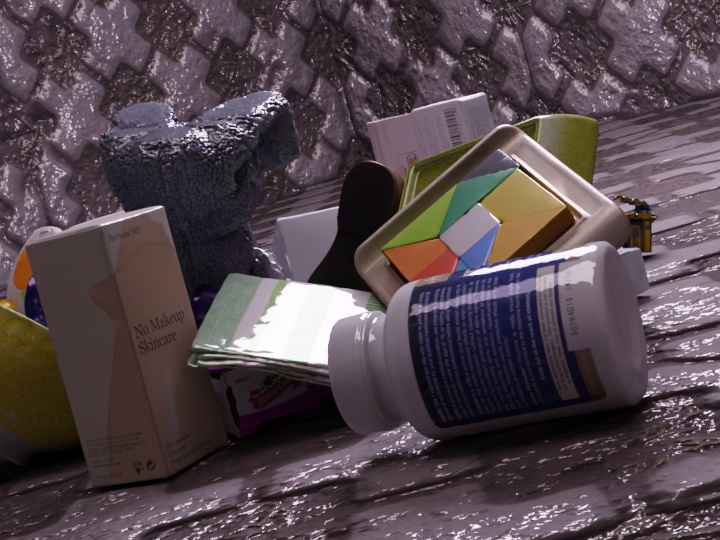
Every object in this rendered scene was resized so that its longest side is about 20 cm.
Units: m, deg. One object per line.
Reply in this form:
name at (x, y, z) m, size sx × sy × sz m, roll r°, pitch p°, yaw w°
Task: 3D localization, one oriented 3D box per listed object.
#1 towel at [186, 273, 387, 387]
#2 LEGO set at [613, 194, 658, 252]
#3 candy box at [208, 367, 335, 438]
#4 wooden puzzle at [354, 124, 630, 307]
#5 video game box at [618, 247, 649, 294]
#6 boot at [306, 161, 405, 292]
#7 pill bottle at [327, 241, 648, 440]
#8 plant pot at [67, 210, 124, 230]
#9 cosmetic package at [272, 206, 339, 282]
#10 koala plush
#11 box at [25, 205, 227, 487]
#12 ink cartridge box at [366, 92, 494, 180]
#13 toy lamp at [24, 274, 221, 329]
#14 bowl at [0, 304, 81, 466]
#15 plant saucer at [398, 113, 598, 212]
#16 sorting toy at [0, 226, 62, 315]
towel at (-0.026, 0.053, 1.241) m, size 0.199 × 0.023 × 0.153 m, roll 8°, pitch 26°, yaw 6°
LEGO set at (0.201, -0.076, 1.572) m, size 0.199 × 0.116 × 0.154 m, roll 0°, pitch 0°, yaw -31°
candy box at (-0.091, 0.089, 1.350) m, size 0.136 × 0.061 × 0.200 m, roll -19°, pitch 7°, yaw -26°
wooden puzzle at (0.096, -0.025, 1.236) m, size 0.185 × 0.037 × 0.200 m, roll -41°, pitch 36°, yaw 0°
video game box at (0.131, 0.027, 1.412) m, size 0.182 × 0.047 × 0.200 m, roll -17°, pitch 7°, yaw -29°
boot at (0.000, 0.000, 1.441) m, size 0.073 × 0.201 × 0.075 m, roll 21°, pitch 5°, yaw 19°
pill bottle at (0.084, 0.053, 1.041) m, size 0.199 × 0.111 × 0.111 m, roll -13°, pitch 8°, yaw 21°
plant pot at (-0.242, 0.019, 1.756) m, size 0.200 × 0.178 × 0.200 m, roll -15°, pitch 6°, yaw 2°
cosmetic package at (0.016, -0.013, 1.606) m, size 0.199 × 0.107 × 0.090 m, roll -12°, pitch -19°, yaw -8°
koala plush at (-0.145, -0.041, 1.392) m, size 0.177 × 0.201 × 0.184 m, roll -4°, pitch 19°, yaw 10°
box at (-0.182, 0.058, 1.214) m, size 0.077 × 0.201 × 0.095 m, roll -11°, pitch 8°, yaw 29°
ink cartridge box at (0.098, -0.092, 1.775) m, size 0.045 × 0.201 × 0.176 m, roll -20°, pitch 8°, yaw -35°
toy lamp at (-0.191, 0.036, 1.351) m, size 0.199 × 0.058 × 0.058 m, roll 4°, pitch 12°, yaw 13°
bowl at (-0.308, 0.110, 1.380) m, size 0.200 × 0.200 × 0.108 m, roll -2°, pitch 57°, yaw 62°
plant saucer at (0.102, -0.052, 1.340) m, size 0.199 × 0.048 × 0.200 m, roll -19°, pitch 38°, yaw 30°
sorting toy at (-0.260, 0.063, 1.511) m, size 0.107 × 0.200 × 0.180 m, roll -43°, pitch 21°, yaw -27°
